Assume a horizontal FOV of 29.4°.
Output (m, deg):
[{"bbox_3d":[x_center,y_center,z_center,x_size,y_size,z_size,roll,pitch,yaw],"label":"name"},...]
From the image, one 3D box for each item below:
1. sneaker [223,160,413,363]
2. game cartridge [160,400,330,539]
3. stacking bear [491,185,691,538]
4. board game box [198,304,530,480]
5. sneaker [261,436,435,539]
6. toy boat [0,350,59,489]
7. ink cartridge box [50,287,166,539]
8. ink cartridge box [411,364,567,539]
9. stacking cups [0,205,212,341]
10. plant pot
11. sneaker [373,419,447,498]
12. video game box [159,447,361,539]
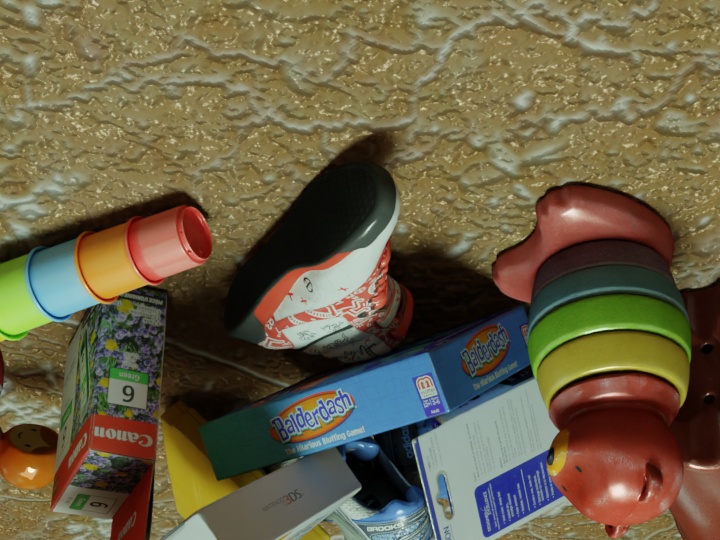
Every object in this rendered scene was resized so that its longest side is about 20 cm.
[{"bbox_3d":[0.000,-0.001,0.902,0.108,0.067,0.201,16,145,-27],"label":"sneaker"},{"bbox_3d":[-0.094,0.210,1.154,0.176,0.032,0.200,40,152,20],"label":"game cartridge"},{"bbox_3d":[0.157,0.066,0.876,0.113,0.201,0.122,11,145,-15],"label":"stacking bear"},{"bbox_3d":[0.008,0.086,0.970,0.200,0.045,0.152,-21,179,31],"label":"board game box"},{"bbox_3d":[-0.014,0.155,1.077,0.200,0.077,0.085,29,137,36],"label":"sneaker"},{"bbox_3d":[-0.287,0.129,1.031,0.130,0.131,0.200,12,145,-8],"label":"toy boat"},{"bbox_3d":[-0.179,0.120,0.959,0.050,0.201,0.109,13,144,-20],"label":"ink cartridge box"},{"bbox_3d":[0.113,0.125,0.977,0.200,0.100,0.039,-20,-165,-33],"label":"ink cartridge box"},{"bbox_3d":[-0.194,0.003,0.914,0.200,0.061,0.061,-19,142,24],"label":"stacking cups"},{"bbox_3d":[0.286,0.121,0.986,0.200,0.201,0.195,-20,133,28],"label":"plant pot"},{"bbox_3d":[0.069,0.132,1.086,0.111,0.077,0.200,-3,154,-12],"label":"sneaker"},{"bbox_3d":[-0.109,0.201,0.915,0.182,0.047,0.200,-43,169,21],"label":"video game box"}]
